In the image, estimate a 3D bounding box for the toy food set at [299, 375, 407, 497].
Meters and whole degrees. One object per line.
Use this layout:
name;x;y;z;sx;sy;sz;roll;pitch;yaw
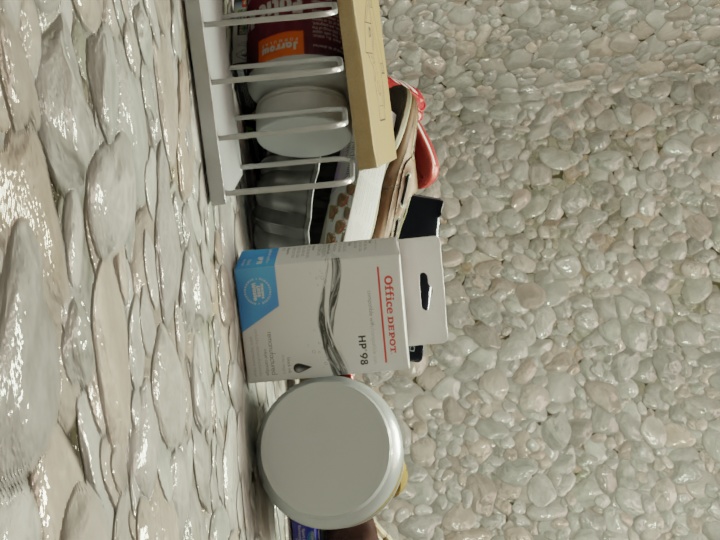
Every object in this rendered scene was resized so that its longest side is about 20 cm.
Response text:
toy food set;-0.021;0.210;1.527;0.199;0.048;0.200;-11;-78;63

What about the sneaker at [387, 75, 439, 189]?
sneaker;0.060;-0.179;1.396;0.079;0.115;0.201;-51;-122;34

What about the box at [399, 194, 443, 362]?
box;0.000;0.000;1.442;0.200;0.116;0.200;-173;-90;-67

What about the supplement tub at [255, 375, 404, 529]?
supplement tub;-0.028;0.184;1.147;0.200;0.142;0.147;79;6;-78

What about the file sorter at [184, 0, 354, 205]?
file sorter;-0.075;-0.175;0.999;0.139;0.123;0.203;-92;176;-75

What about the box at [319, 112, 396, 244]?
box;-0.005;-0.087;1.239;0.041;0.038;0.203;31;63;-42

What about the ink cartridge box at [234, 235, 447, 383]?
ink cartridge box;-0.015;0.035;1.106;0.067;0.197;0.118;-87;171;-75

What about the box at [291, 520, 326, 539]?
box;-0.061;0.317;1.444;0.200;0.041;0.121;58;27;-81

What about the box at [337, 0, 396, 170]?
box;0.006;-0.203;1.114;0.163;0.021;0.203;-47;131;-78

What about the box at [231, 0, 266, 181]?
box;-0.112;-0.197;1.300;0.201;0.034;0.111;83;4;-53

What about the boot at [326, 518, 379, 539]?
boot;-0.028;0.265;1.384;0.200;0.071;0.168;-71;143;-83

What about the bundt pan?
bundt pan;-0.067;-0.074;1.260;0.202;0.075;0.205;8;90;-81

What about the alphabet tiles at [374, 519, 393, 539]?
alphabet tiles;-0.006;0.337;1.643;0.200;0.015;0.196;46;-6;10

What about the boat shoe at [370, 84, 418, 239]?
boat shoe;0.028;-0.107;1.304;0.072;0.068;0.202;10;-101;51

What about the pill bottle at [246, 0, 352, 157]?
pill bottle;-0.059;-0.225;1.152;0.114;0.112;0.203;80;7;-72
